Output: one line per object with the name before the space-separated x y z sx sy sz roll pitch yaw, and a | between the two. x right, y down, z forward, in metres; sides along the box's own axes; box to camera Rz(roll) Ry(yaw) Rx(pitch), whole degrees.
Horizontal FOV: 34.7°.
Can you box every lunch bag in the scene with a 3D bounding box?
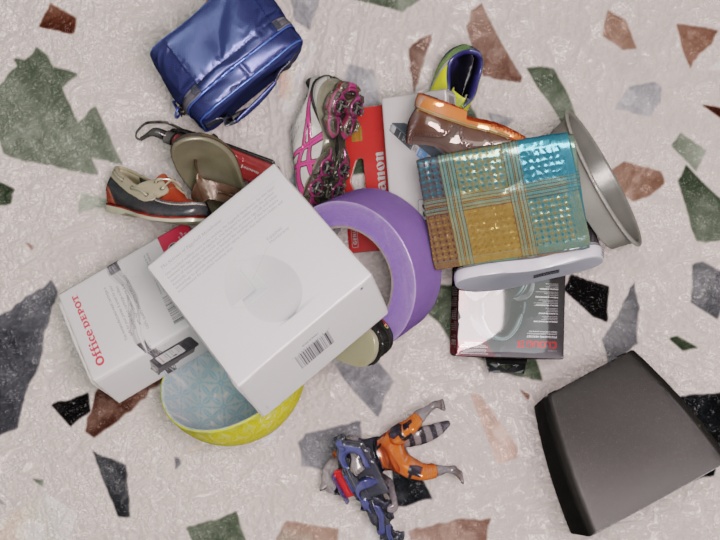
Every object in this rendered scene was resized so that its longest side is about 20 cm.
lunch bag | -0.174 -0.273 1.518 0.200 0.136 0.133 -41 90 -3

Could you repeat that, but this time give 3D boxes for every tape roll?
tape roll | 0.000 0.000 1.498 0.197 0.085 0.203 8 108 26

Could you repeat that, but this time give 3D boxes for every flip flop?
flip flop | -0.188 -0.090 1.515 0.080 0.058 0.202 -14 119 6

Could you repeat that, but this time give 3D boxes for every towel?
towel | 0.177 -0.085 1.433 0.197 0.022 0.149 -9 102 8

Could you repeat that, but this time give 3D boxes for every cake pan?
cake pan | 0.306 -0.114 1.515 0.036 0.200 0.202 -28 90 20

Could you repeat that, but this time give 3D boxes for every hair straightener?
hair straightener | -0.206 -0.159 1.548 0.197 0.077 0.041 14 105 -18

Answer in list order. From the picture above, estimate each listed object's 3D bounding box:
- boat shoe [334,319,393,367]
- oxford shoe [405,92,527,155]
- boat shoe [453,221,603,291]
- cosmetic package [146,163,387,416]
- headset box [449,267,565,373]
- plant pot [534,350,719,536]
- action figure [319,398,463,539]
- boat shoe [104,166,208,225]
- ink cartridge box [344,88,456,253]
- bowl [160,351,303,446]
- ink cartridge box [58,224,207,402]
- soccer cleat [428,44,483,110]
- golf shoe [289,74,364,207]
boat shoe | -0.051 0.060 1.455 0.199 0.063 0.075 25 109 23
oxford shoe | 0.151 -0.157 1.463 0.198 0.071 0.074 21 99 -8
boat shoe | 0.214 -0.024 1.491 0.197 0.070 0.067 -12 69 1
cosmetic package | -0.109 0.023 1.370 0.199 0.123 0.200 -38 65 -6
headset box | 0.198 0.037 1.556 0.146 0.077 0.203 3 87 -2
plant pot | 0.330 0.219 1.507 0.198 0.200 0.179 -28 79 -2
action figure | 0.039 0.272 1.555 0.191 0.105 0.202 -15 116 4
boat shoe | -0.266 -0.096 1.501 0.071 0.198 0.064 9 93 -46
ink cartridge box | 0.047 -0.127 1.534 0.174 0.045 0.203 -5 89 24
bowl | -0.151 0.158 1.514 0.198 0.201 0.108 -30 133 -2
ink cartridge box | -0.274 0.055 1.508 0.198 0.084 0.146 -30 61 -2
soccer cleat | 0.112 -0.209 1.551 0.064 0.084 0.203 20 88 -16
golf shoe | -0.058 -0.163 1.563 0.091 0.072 0.203 23 101 39
